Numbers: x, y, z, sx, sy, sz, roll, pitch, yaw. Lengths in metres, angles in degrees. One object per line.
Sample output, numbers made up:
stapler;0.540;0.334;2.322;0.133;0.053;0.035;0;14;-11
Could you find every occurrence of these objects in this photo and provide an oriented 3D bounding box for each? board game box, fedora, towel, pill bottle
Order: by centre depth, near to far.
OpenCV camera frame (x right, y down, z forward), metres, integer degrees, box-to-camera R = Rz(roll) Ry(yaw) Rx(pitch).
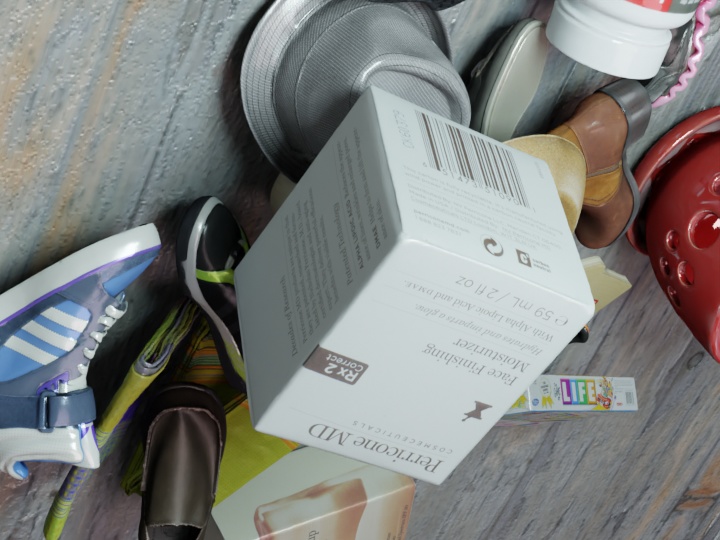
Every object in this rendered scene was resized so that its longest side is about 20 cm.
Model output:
fedora;0.013;-0.129;1.242;0.177;0.090;0.200;-45;137;-7
pill bottle;0.219;-0.256;1.266;0.113;0.114;0.201;-2;124;-36
towel;-0.191;0.114;1.337;0.023;0.144;0.201;31;117;-3
towel;-0.102;0.150;1.438;0.199;0.018;0.086;-37;127;13
towel;-0.137;0.119;1.449;0.086;0.018;0.201;4;127;-39
board game box;0.160;0.126;1.599;0.134;0.035;0.199;-12;169;36

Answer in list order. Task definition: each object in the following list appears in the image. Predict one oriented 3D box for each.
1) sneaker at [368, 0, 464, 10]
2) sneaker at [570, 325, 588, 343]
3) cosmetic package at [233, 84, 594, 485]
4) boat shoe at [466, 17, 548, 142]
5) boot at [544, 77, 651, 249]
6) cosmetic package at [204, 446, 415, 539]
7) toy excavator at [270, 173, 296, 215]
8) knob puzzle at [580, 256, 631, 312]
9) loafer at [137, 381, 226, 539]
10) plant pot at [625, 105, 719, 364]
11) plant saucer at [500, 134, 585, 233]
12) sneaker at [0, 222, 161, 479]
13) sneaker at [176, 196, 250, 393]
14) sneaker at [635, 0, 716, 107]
sneaker;0.051;-0.241;1.199;0.071;0.083;0.200;-21;175;27
sneaker;0.120;0.070;1.550;0.199;0.090;0.070;-25;140;-15
cosmetic package;0.031;0.014;1.182;0.164;0.166;0.200;20;126;-26
boat shoe;0.098;-0.124;1.372;0.067;0.057;0.201;-22;138;-44
boot;0.156;-0.052;1.411;0.199;0.068;0.189;-32;154;-27
cosmetic package;-0.057;0.235;1.583;0.199;0.087;0.104;-16;138;-24
toy excavator;0.000;0.000;1.403;0.193;0.100;0.202;-4;117;-34
knob puzzle;0.116;0.041;1.372;0.218;0.031;0.220;-26;160;-10
loafer;-0.148;0.185;1.393;0.072;0.072;0.201;1;121;-9
plant pot;0.357;-0.037;1.551;0.199;0.183;0.201;-21;138;-20
plant saucer;0.105;-0.024;1.335;0.199;0.036;0.201;-24;148;-16
sneaker;-0.210;0.070;1.244;0.199;0.147;0.081;-29;-176;1
sneaker;-0.078;0.021;1.313;0.201;0.082;0.072;69;33;-41
sneaker;0.248;-0.229;1.376;0.095;0.079;0.201;5;124;-21
